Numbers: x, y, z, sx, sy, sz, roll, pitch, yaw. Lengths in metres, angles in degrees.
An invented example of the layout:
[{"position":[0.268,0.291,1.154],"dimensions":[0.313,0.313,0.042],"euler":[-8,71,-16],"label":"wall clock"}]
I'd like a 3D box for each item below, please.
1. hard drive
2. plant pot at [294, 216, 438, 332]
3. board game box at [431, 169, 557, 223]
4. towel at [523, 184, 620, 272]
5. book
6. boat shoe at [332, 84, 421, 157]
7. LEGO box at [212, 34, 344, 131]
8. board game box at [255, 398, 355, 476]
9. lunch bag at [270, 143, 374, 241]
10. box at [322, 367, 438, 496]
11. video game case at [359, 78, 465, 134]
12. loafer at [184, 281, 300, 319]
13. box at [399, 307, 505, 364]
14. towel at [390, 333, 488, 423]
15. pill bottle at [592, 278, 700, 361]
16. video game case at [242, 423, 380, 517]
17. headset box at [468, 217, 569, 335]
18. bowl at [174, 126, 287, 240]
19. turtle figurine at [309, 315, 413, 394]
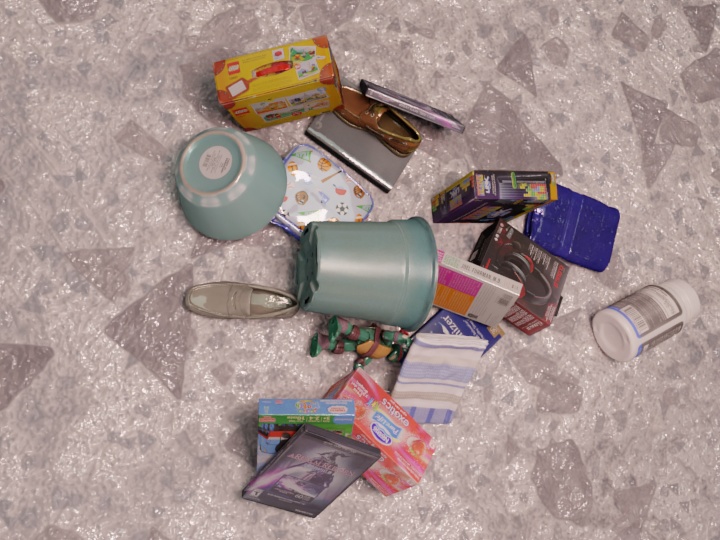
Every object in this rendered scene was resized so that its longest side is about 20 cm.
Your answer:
[{"position":[0.009,-0.264,1.260],"dimensions":[0.199,0.033,0.140],"euler":[34,73,-8],"label":"hard drive"},{"position":[0.000,0.000,1.087],"dimensions":[0.194,0.200,0.202],"euler":[4,79,-19],"label":"plant pot"},{"position":[0.246,-0.135,1.217],"dimensions":[0.164,0.200,0.057],"euler":[-3,82,-15],"label":"board game box"},{"position":[0.440,-0.092,1.349],"dimensions":[0.199,0.050,0.149],"euler":[19,83,-13],"label":"towel"},{"position":[0.179,0.028,1.176],"dimensions":[0.199,0.134,0.048],"euler":[23,60,4],"label":"book"},{"position":[0.030,-0.295,1.217],"dimensions":[0.199,0.068,0.072],"euler":[30,75,-8],"label":"boat shoe"},{"position":[-0.137,-0.324,1.134],"dimensions":[0.198,0.149,0.078],"euler":[-12,82,5],"label":"LEGO box"},{"position":[-0.094,0.287,1.051],"dimensions":[0.150,0.201,0.037],"euler":[2,39,-9],"label":"board game box"},{"position":[-0.087,-0.124,1.186],"dimensions":[0.200,0.076,0.161],"euler":[37,77,-6],"label":"lunch bag"},{"position":[0.021,0.281,1.116],"dimensions":[0.200,0.103,0.095],"euler":[45,45,-5],"label":"box"},{"position":[0.097,-0.320,1.246],"dimensions":[0.199,0.143,0.019],"euler":[19,110,-13],"label":"video game case"},{"position":[-0.204,0.051,1.122],"dimensions":[0.198,0.070,0.071],"euler":[2,80,-16],"label":"loafer"},{"position":[0.172,0.139,1.236],"dimensions":[0.200,0.032,0.121],"euler":[-39,92,-18],"label":"box"},{"position":[0.132,0.197,1.146],"dimensions":[0.146,0.024,0.201],"euler":[7,119,-23],"label":"towel"},{"position":[0.588,0.097,1.320],"dimensions":[0.199,0.114,0.115],"euler":[-23,87,-19],"label":"pill bottle"},{"position":[-0.081,0.329,1.041],"dimensions":[0.142,0.200,0.019],"euler":[26,33,-25],"label":"video game case"},{"position":[0.310,0.019,1.260],"dimensions":[0.199,0.075,0.149],"euler":[34,59,-8],"label":"headset box"},{"position":[-0.235,-0.162,1.096],"dimensions":[0.199,0.105,0.203],"euler":[-2,75,9],"label":"bowl"},{"position":[0.018,0.145,1.158],"dimensions":[0.199,0.101,0.150],"euler":[21,118,-25],"label":"turtle figurine"}]
